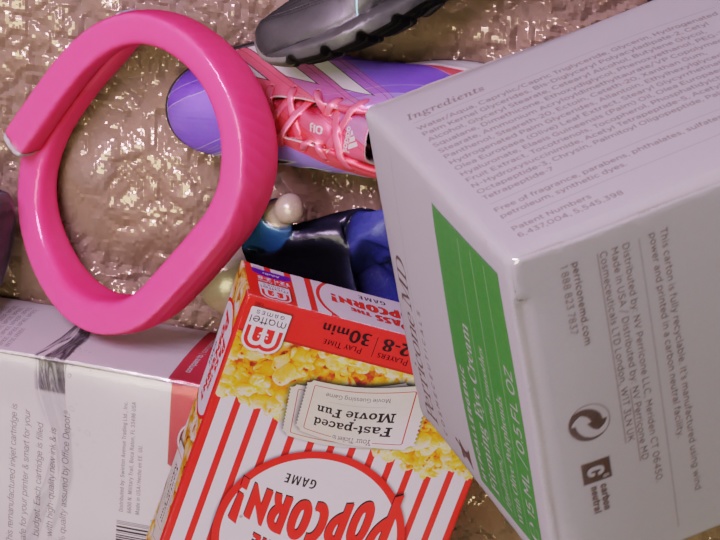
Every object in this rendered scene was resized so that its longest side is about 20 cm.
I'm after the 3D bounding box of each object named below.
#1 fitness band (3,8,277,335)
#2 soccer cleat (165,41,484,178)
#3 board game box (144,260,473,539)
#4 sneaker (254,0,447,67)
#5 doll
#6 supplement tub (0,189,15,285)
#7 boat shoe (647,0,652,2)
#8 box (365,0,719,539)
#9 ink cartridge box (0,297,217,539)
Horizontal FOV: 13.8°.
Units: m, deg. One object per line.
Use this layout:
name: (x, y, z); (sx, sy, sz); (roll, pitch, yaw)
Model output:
fitness band: (-0.122, -0.053, 1.597); (0.144, 0.037, 0.200); (56, 130, 16)
soccer cleat: (-0.014, -0.080, 1.569); (0.200, 0.073, 0.068); (4, 112, 15)
board game box: (-0.021, 0.108, 1.587); (0.151, 0.046, 0.200); (14, 112, -13)
sneaker: (0.028, -0.171, 1.528); (0.200, 0.075, 0.079); (-28, 89, 12)
doll: (0.000, 0.000, 1.600); (0.200, 0.049, 0.136); (-7, 138, 27)
supplement tub: (-0.297, -0.033, 1.656); (0.200, 0.107, 0.107); (14, 114, 12)
boat shoe: (0.186, -0.198, 1.471); (0.074, 0.063, 0.202); (22, 117, 5)
box: (0.135, 0.003, 1.442); (0.200, 0.171, 0.199); (-20, 125, -13)
ink cartridge box: (-0.150, 0.103, 1.677); (0.200, 0.083, 0.147); (10, 113, 13)
